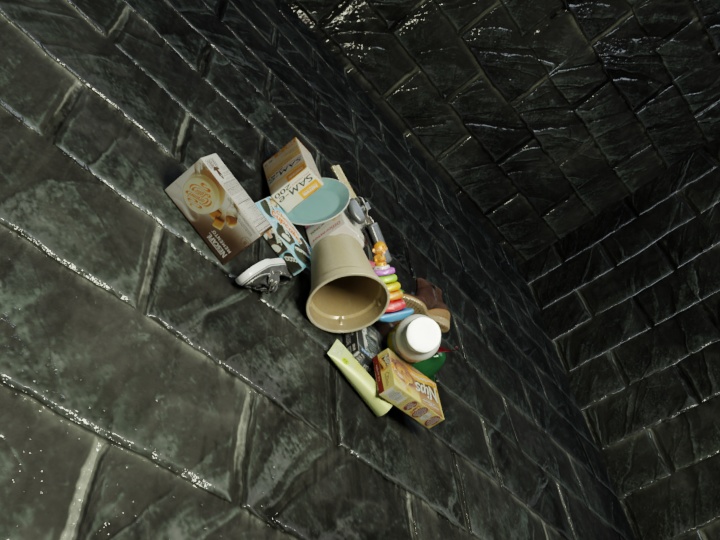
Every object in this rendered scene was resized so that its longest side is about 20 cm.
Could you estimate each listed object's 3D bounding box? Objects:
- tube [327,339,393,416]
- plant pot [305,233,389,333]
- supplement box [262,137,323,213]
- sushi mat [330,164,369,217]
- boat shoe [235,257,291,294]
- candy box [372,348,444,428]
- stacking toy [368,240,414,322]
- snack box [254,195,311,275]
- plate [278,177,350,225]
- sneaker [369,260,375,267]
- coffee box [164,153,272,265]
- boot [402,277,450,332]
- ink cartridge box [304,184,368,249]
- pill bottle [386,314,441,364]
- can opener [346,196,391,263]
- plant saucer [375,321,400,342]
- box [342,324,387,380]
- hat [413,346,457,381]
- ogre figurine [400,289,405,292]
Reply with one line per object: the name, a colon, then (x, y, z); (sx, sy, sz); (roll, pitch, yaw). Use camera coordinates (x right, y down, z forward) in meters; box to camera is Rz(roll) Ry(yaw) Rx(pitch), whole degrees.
tube: (-0.003, 0.253, 1.556); (0.200, 0.052, 0.058); (51, -17, -4)
plant pot: (-0.045, 0.016, 1.609); (0.200, 0.200, 0.184); (37, 26, -39)
supplement box: (-0.185, -0.260, 1.780); (0.074, 0.126, 0.200); (46, 12, -35)
sushi mat: (-0.024, -0.212, 1.880); (0.201, 0.012, 0.096); (60, 14, -7)
boat shoe: (-0.205, 0.019, 1.454); (0.066, 0.070, 0.200); (55, 13, 4)
candy box: (0.117, 0.287, 1.607); (0.200, 0.055, 0.116); (40, 26, -34)
stacking toy: (0.055, 0.025, 1.675); (0.116, 0.110, 0.201); (-10, 97, -29)
snack box: (-0.197, -0.090, 1.666); (0.200, 0.037, 0.116); (53, 20, -5)
plate: (-0.123, -0.181, 1.787); (0.201, 0.199, 0.026); (-101, 180, -47)
sneaker: (0.000, 0.000, 1.758); (0.199, 0.074, 0.087); (24, 5, -2)
coffee box: (-0.298, -0.130, 1.403); (0.200, 0.114, 0.080); (53, 20, -7)
boot: (0.162, 0.078, 1.833); (0.200, 0.072, 0.167); (30, 29, -25)
ink cartridge box: (-0.071, -0.124, 1.860); (0.125, 0.128, 0.201); (34, 28, -46)
pill bottle: (0.134, 0.168, 1.627); (0.113, 0.112, 0.200); (57, -12, 6)
can opener: (0.016, -0.104, 1.796); (0.067, 0.053, 0.201); (-25, 95, -31)
plant saucer: (0.119, 0.136, 1.803); (0.200, 0.034, 0.201); (29, 41, -29)
box: (0.036, 0.213, 1.695); (0.200, 0.050, 0.158); (42, 24, -29)
hat: (0.230, 0.227, 1.912); (0.166, 0.176, 0.201); (39, 26, -34)
ogre figurine: (0.111, 0.123, 1.907); (0.120, 0.200, 0.098); (47, -22, 12)
